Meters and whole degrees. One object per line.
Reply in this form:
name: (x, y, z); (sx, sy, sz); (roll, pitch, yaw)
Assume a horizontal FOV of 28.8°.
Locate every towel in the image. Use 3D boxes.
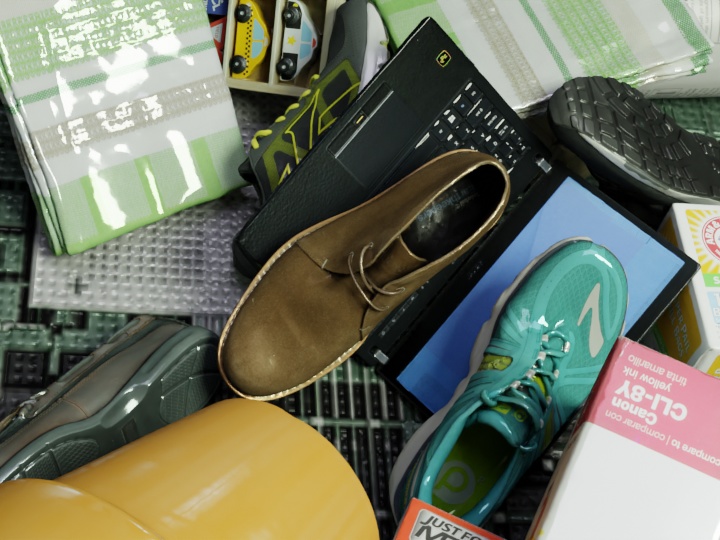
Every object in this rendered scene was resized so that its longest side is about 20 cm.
towel: (0.114, -0.164, 0.924); (0.198, 0.031, 0.150); (-17, 59, -11)
towel: (-0.154, -0.127, 0.872); (0.148, 0.031, 0.202); (-23, 102, -26)

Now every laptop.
laptop: (0.063, -0.011, 0.823); (0.178, 0.103, 0.200); (-49, 117, -4)

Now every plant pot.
plant pot: (-0.088, 0.160, 0.664); (0.199, 0.201, 0.183); (36, 43, 15)

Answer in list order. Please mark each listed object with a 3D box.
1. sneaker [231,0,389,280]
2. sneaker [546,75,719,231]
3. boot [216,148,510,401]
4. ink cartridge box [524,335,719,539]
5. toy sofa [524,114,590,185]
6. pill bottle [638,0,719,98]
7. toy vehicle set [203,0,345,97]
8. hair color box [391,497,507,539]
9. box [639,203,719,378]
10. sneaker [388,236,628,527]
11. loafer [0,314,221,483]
sneaker: (-0.032, -0.081, 0.887); (0.083, 0.075, 0.203); (11, 77, -1)
sneaker: (0.180, -0.051, 0.908); (0.198, 0.087, 0.077); (22, 45, -33)
boot: (0.000, 0.000, 0.778); (0.199, 0.075, 0.074); (-39, 95, -1)
ink cartridge box: (0.119, 0.155, 0.700); (0.083, 0.145, 0.202); (23, 72, 9)
toy sofa: (0.100, -0.153, 0.991); (0.082, 0.098, 0.200); (-31, 65, -30)
pill bottle: (0.259, -0.186, 1.041); (0.197, 0.115, 0.115); (-3, 54, -15)
toy vehicle set: (-0.068, -0.223, 0.945); (0.123, 0.203, 0.026); (8, 8, 15)
hair color box: (0.008, 0.226, 0.687); (0.061, 0.102, 0.201); (23, 51, 5)
box: (0.280, 0.035, 0.890); (0.197, 0.102, 0.114); (2, 53, -12)
sneaker: (0.089, 0.073, 0.778); (0.077, 0.080, 0.201); (33, 86, -2)
loafer: (-0.160, 0.090, 0.780); (0.062, 0.073, 0.200); (23, 42, 30)
